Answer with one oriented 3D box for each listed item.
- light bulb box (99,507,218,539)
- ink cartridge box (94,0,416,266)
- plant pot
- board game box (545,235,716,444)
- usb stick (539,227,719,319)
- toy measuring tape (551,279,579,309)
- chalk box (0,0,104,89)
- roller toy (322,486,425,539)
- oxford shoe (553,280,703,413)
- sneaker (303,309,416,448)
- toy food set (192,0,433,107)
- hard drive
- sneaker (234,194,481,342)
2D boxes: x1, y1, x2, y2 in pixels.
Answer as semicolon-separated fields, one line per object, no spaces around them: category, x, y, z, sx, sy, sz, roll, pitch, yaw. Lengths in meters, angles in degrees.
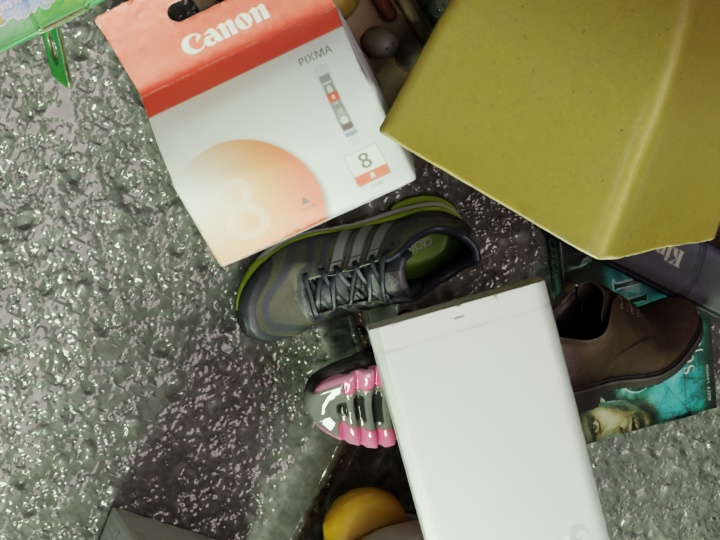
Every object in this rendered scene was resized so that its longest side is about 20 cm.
light bulb box;-0.141;0.307;1.261;0.124;0.198;0.201;22;92;-23
ink cartridge box;-0.072;-0.120;1.235;0.162;0.050;0.200;-24;118;10
plant pot;0.168;-0.146;1.208;0.195;0.194;0.201;-10;127;-55
board game box;0.222;0.033;1.438;0.135;0.028;0.201;-14;106;-19
usb stick;0.227;-0.018;1.395;0.200;0.033;0.056;25;92;-24
toy measuring tape;0.152;0.110;1.398;0.073;0.074;0.201;21;99;-25
chalk box;-0.227;-0.217;1.147;0.124;0.124;0.200;-30;112;-13
roller toy;0.035;0.283;1.359;0.200;0.140;0.183;32;78;-23
oxford shoe;0.197;0.046;1.340;0.200;0.073;0.085;-18;118;-41
sneaker;0.037;0.070;1.338;0.199;0.095;0.079;-12;130;-28
toy food set;-0.019;-0.177;1.274;0.143;0.060;0.200;-38;113;-10
hard drive;0.093;0.118;1.267;0.131;0.026;0.201;-16;99;-2
sneaker;0.000;0.000;1.312;0.200;0.081;0.074;-25;110;-15
